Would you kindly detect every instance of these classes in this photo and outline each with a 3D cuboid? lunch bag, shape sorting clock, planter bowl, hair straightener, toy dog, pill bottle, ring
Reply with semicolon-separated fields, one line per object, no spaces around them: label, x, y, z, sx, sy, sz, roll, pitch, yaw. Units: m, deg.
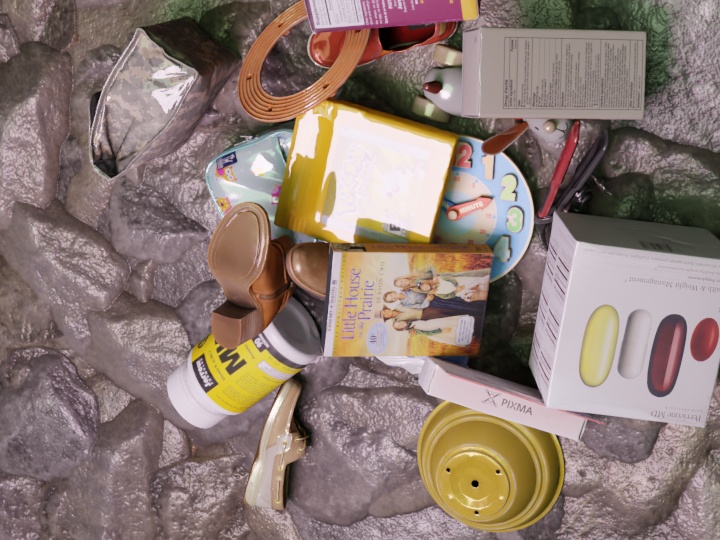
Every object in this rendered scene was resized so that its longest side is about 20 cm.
lunch bag;-0.101;-0.090;1.622;0.160;0.077;0.200;-18;101;24
shape sorting clock;0.120;-0.073;1.569;0.200;0.039;0.200;5;105;19
planter bowl;0.157;0.263;1.616;0.200;0.083;0.201;5;106;19
hair straightener;0.259;-0.090;1.475;0.077;0.041;0.200;14;136;-2
lunch bag;-0.267;-0.215;1.607;0.118;0.164;0.200;37;112;2
toy dog;0.150;-0.206;1.492;0.200;0.096;0.132;2;104;20
pill bottle;-0.160;0.123;1.680;0.200;0.114;0.114;-38;89;24
ring;-0.068;-0.262;1.534;0.200;0.201;0.019;-24;138;24

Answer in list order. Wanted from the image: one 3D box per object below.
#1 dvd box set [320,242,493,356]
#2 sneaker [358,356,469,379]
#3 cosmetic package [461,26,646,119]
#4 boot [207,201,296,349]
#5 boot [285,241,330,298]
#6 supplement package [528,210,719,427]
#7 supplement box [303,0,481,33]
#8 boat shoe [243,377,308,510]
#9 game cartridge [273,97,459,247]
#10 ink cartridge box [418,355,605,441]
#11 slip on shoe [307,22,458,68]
dvd box set;0.056;0.037;1.526;0.200;0.029;0.147;1;115;-12
sneaker;0.050;0.086;1.623;0.200;0.076;0.077;17;103;5
cosmetic package;0.219;-0.224;1.422;0.200;0.071;0.105;1;97;-12
boot;-0.121;-0.016;1.525;0.074;0.155;0.200;24;121;16
boot;0.000;0.000;1.551;0.075;0.200;0.074;-19;63;49
supplement package;0.311;0.053;1.444;0.191;0.147;0.200;7;107;-2
supplement box;0.040;-0.355;1.449;0.200;0.131;0.103;-2;129;13
boat shoe;-0.105;0.240;1.720;0.066;0.074;0.200;18;111;2
game cartridge;0.005;-0.109;1.528;0.200;0.032;0.177;17;111;8
ink cartridge box;0.178;0.159;1.504;0.200;0.174;0.044;18;93;-5
slip on shoe;0.021;-0.293;1.537;0.200;0.061;0.074;-7;102;24
